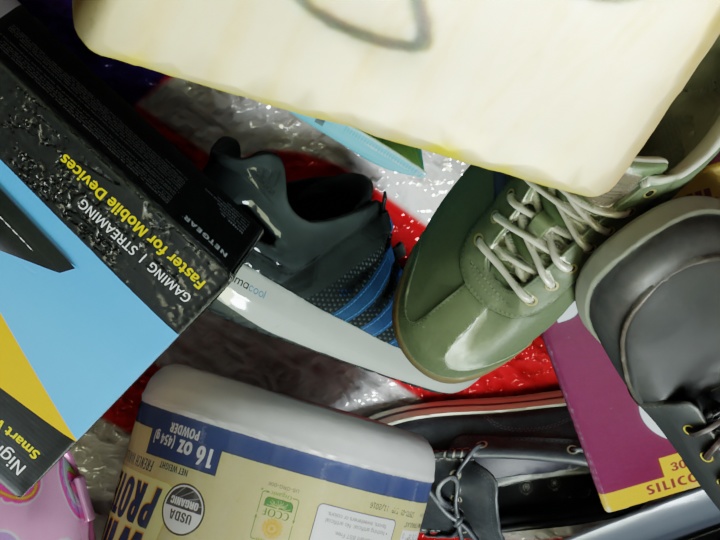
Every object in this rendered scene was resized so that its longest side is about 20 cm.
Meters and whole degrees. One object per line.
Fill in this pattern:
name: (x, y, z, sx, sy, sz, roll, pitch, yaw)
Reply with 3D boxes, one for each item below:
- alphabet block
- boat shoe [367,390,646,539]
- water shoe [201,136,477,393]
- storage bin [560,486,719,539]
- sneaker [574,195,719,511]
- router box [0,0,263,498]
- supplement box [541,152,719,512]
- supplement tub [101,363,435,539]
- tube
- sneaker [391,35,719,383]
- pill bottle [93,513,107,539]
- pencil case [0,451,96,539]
alphabet block: (0.029, -0.175, 0.569, 0.194, 0.197, 0.201, 15, 130, -19)
boat shoe: (0.056, 0.109, 0.933, 0.198, 0.063, 0.075, -9, 136, 2)
water shoe: (0.000, 0.000, 0.811, 0.199, 0.071, 0.079, 21, 92, -49)
storage bin: (0.202, 0.184, 0.959, 0.199, 0.147, 0.134, -23, 170, 13)
sneaker: (0.151, 0.053, 0.692, 0.075, 0.107, 0.200, -34, 144, 7)
router box: (-0.160, -0.027, 0.720, 0.200, 0.051, 0.149, 42, 117, -6)
supplement box: (0.141, -0.003, 0.811, 0.130, 0.104, 0.201, -17, 133, 10)
supplement tub: (-0.056, 0.156, 0.844, 0.144, 0.144, 0.202, 18, 85, -23)
tube: (-0.006, -0.070, 0.662, 0.077, 0.200, 0.051, 24, 104, -1)
sneaker: (0.081, -0.039, 0.669, 0.067, 0.090, 0.200, 44, 97, 6)
pill bottle: (-0.178, 0.226, 0.976, 0.108, 0.109, 0.201, 8, 132, -15)
pencil case: (-0.212, 0.131, 0.862, 0.199, 0.088, 0.087, -21, 136, 39)
